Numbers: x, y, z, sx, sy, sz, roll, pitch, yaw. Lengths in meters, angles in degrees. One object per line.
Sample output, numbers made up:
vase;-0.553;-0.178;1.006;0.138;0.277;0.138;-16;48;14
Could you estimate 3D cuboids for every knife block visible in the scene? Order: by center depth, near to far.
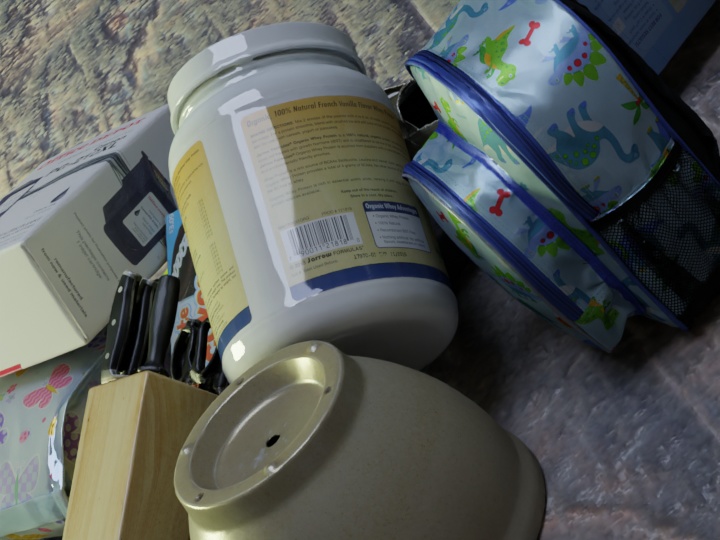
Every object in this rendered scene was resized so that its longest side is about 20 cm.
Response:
knife block;-0.133;0.100;1.356;0.064;0.176;0.200;-19;11;47

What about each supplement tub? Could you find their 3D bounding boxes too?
supplement tub;-0.034;-0.033;1.357;0.144;0.144;0.201;-29;65;26

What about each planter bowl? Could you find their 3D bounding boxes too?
planter bowl;-0.017;0.125;1.250;0.200;0.135;0.201;-32;28;19

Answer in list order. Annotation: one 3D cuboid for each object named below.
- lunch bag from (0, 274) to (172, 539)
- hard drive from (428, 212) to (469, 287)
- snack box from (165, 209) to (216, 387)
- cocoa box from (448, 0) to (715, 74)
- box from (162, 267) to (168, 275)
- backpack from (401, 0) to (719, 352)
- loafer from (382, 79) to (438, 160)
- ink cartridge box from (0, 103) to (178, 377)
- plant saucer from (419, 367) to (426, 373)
lunch bag;-0.199;0.118;1.535;0.169;0.127;0.200;-21;21;38
hard drive;0.000;0.000;1.525;0.200;0.042;0.135;-13;38;49
snack box;-0.072;0.042;1.463;0.116;0.037;0.201;-23;62;38
cocoa box;0.165;-0.227;1.490;0.200;0.133;0.131;-51;29;-16
box;-0.073;-0.044;1.625;0.122;0.048;0.200;-57;9;-27
backpack;0.112;-0.061;1.280;0.147;0.200;0.183;-43;26;-2
loafer;0.055;-0.115;1.597;0.075;0.070;0.200;-51;27;-18
ink cartridge box;-0.203;-0.016;1.547;0.144;0.085;0.200;-20;19;37
plant saucer;-0.026;0.073;1.457;0.200;0.019;0.070;-8;64;51
